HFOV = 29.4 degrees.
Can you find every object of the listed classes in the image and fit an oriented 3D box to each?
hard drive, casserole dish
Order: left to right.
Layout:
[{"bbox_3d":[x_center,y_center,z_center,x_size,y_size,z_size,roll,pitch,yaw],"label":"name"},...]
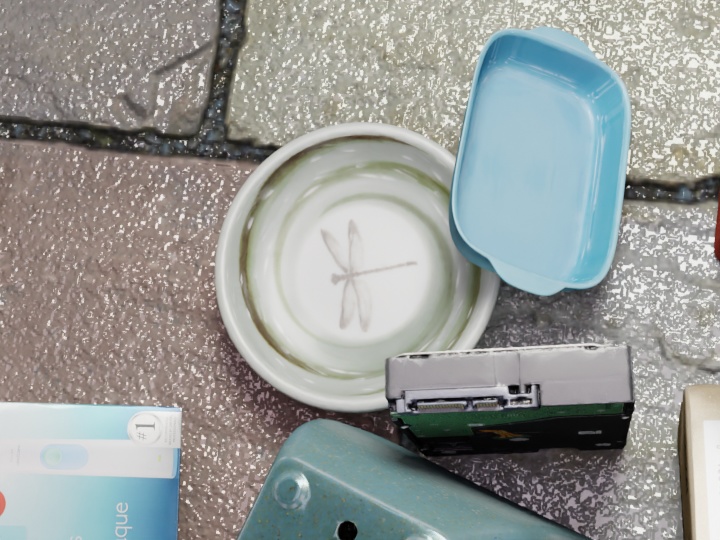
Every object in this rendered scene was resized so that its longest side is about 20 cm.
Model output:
[{"bbox_3d":[0.094,0.082,0.834,0.138,0.200,0.038,-4,76,9],"label":"hard drive"},{"bbox_3d":[0.117,-0.070,0.922,0.120,0.039,0.202,18,63,-13],"label":"casserole dish"}]

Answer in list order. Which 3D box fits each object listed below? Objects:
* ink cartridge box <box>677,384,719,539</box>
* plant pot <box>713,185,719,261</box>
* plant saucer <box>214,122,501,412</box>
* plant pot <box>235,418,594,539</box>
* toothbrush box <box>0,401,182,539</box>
[{"bbox_3d":[0.277,0.172,0.821,0.162,0.075,0.202,-1,58,10],"label":"ink cartridge box"},{"bbox_3d":[0.336,-0.110,0.854,0.197,0.176,0.203,6,78,11],"label":"plant pot"},{"bbox_3d":[0.000,0.000,0.948,0.197,0.050,0.203,-2,76,9],"label":"plant saucer"},{"bbox_3d":[0.007,0.199,0.804,0.194,0.200,0.198,23,80,26],"label":"plant pot"},{"bbox_3d":[-0.218,0.163,0.897,0.197,0.085,0.148,3,76,-9],"label":"toothbrush box"}]
